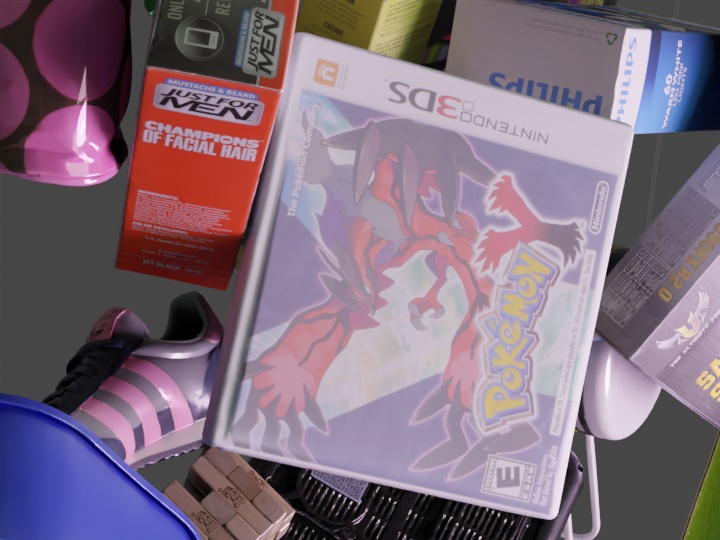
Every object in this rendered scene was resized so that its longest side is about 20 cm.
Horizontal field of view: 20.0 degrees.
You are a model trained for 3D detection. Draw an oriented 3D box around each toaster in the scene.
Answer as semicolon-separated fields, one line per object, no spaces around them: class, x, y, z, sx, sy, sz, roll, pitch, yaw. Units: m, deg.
toaster;0.014;0.140;1.176;0.201;0.180;0.119;-61;-177;-28

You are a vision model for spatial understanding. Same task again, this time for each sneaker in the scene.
sneaker;-0.136;0.065;1.030;0.200;0.070;0.083;-18;92;-55

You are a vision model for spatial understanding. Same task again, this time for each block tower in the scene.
block tower;-0.122;0.169;1.030;0.200;0.058;0.054;-42;168;-26

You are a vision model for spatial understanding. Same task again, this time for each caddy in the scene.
caddy;-0.154;0.135;0.903;0.200;0.141;0.105;48;22;-37

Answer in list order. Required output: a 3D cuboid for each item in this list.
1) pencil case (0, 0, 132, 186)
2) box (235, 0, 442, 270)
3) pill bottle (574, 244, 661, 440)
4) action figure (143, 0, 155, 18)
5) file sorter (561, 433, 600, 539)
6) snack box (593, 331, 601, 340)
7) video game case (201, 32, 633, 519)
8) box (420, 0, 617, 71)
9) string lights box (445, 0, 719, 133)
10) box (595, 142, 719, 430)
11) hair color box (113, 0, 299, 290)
pencil case;-0.132;-0.143;0.911;0.094;0.090;0.202;-109;-153;-75
box;-0.013;-0.087;1.123;0.075;0.050;0.201;-31;146;-53
pill bottle;0.083;0.026;1.253;0.114;0.199;0.115;-34;131;-52
action figure;-0.038;-0.190;1.090;0.201;0.054;0.118;-63;157;-23
file sorter;0.067;0.184;1.378;0.200;0.124;0.140;-50;143;-41
snack box;0.058;-0.025;1.090;0.199;0.037;0.117;10;74;-50
video game case;0.031;0.005;0.989;0.023;0.181;0.202;177;-74;-73
box;0.069;-0.152;1.232;0.201;0.122;0.106;-65;149;-21
string lights box;0.138;-0.113;1.136;0.200;0.102;0.059;-8;111;-60
box;0.232;-0.014;1.156;0.200;0.048;0.158;-50;144;5
hair color box;-0.071;-0.085;0.947;0.200;0.063;0.112;110;-12;-64
